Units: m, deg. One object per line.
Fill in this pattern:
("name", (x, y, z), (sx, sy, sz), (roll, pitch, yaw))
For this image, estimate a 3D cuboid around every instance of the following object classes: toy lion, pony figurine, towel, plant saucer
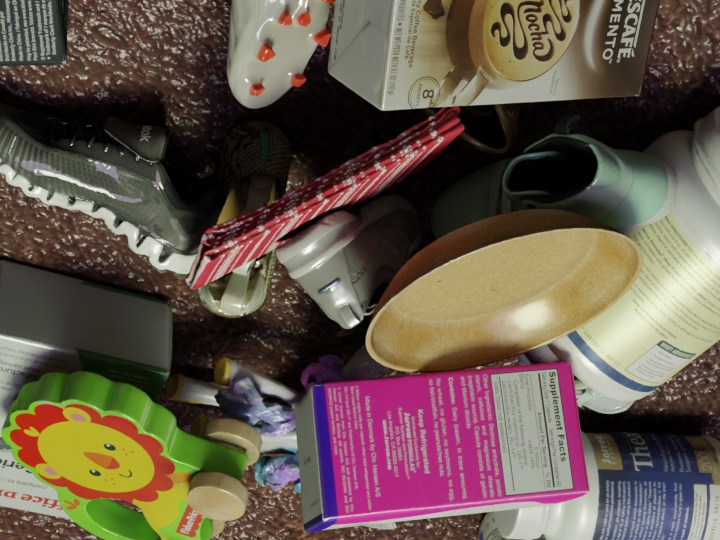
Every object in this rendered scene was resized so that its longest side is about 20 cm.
("toy lion", (-0.183, 0.153, 1.216), (0.190, 0.069, 0.201), (19, 142, -6))
("pony figurine", (-0.039, 0.123, 1.294), (0.198, 0.168, 0.193), (15, 162, -26))
("towel", (-0.027, -0.048, 1.073), (0.199, 0.023, 0.145), (-29, 177, -13))
("plant saucer", (0.095, 0.010, 1.086), (0.198, 0.036, 0.201), (-14, 154, -7))

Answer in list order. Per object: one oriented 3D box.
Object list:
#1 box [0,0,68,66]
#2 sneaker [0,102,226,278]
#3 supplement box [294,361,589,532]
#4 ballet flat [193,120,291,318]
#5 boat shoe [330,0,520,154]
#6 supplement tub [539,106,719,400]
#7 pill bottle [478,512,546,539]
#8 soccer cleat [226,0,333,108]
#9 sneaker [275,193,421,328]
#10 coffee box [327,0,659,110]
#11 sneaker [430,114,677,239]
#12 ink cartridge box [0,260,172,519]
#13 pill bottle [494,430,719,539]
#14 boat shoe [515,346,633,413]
("box", (-0.278, -0.197, 0.948), (0.198, 0.123, 0.107), (-1, 135, -7))
("sneaker", (-0.179, -0.078, 1.113), (0.199, 0.067, 0.091), (32, 116, -21))
("supplement box", (0.058, 0.132, 1.176), (0.198, 0.104, 0.101), (-3, 167, -11))
("ballet flat", (-0.091, -0.018, 1.181), (0.067, 0.076, 0.201), (6, 133, -11))
("boat shoe", (0.046, -0.154, 1.076), (0.072, 0.068, 0.200), (-36, 128, 25))
("supplement tub", (0.234, -0.012, 1.188), (0.144, 0.146, 0.200), (28, 124, -31))
("pill bottle", (0.178, 0.312, 1.451), (0.113, 0.201, 0.114), (-4, 134, -4))
("soccer cleat", (-0.055, -0.199, 1.014), (0.069, 0.078, 0.201), (-19, 139, -37))
("sneaker", (0.000, 0.000, 1.147), (0.074, 0.200, 0.082), (-29, 88, 23))
("coffee box", (0.088, -0.171, 1.002), (0.198, 0.080, 0.114), (-7, 117, -27))
("sneaker", (0.110, -0.061, 1.124), (0.199, 0.075, 0.118), (-10, 164, 38))
("ink cartridge box", (-0.251, 0.103, 1.267), (0.145, 0.084, 0.201), (14, 131, -20))
("pill bottle", (0.225, 0.200, 1.414), (0.198, 0.112, 0.112), (3, 133, -12))
("boat shoe", (0.168, 0.069, 1.311), (0.074, 0.065, 0.202), (-29, 131, 19))
